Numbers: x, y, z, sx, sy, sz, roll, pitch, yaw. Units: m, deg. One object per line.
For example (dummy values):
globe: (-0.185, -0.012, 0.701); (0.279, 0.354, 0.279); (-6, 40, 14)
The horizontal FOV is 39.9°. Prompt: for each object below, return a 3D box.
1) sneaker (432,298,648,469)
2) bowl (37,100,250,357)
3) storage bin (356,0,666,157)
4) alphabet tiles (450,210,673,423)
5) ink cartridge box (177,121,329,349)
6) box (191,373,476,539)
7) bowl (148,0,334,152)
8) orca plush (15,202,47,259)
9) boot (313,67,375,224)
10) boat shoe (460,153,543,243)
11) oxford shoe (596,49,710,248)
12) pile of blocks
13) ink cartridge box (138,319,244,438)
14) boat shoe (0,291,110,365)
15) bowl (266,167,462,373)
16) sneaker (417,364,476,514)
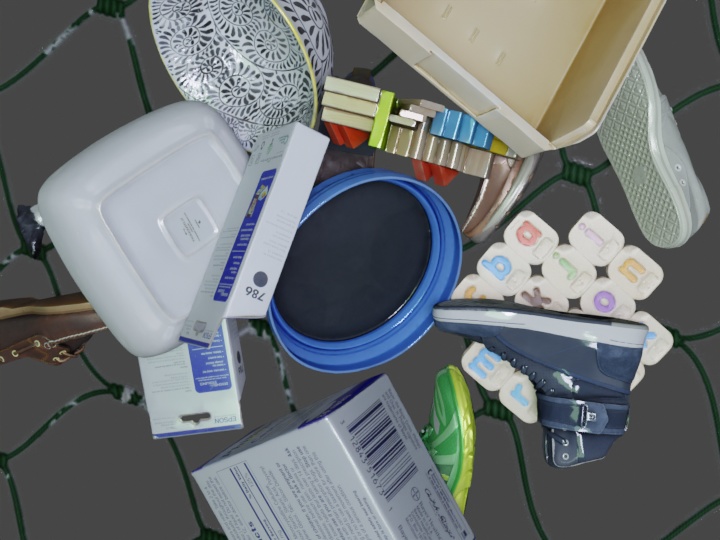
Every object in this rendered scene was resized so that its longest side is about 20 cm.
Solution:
sneaker: (0.158, 0.106, 0.928); (0.200, 0.077, 0.148); (10, 96, 4)
bowl: (-0.165, -0.041, 0.901); (0.199, 0.074, 0.201); (-36, 107, -23)
storage bin: (0.128, -0.229, 0.795); (0.199, 0.094, 0.200); (36, 73, -18)
alphabet tiles: (0.194, 0.047, 0.962); (0.195, 0.015, 0.200); (40, 100, -1)
ink cartridge box: (-0.092, -0.024, 0.843); (0.039, 0.099, 0.202); (25, 81, -24)
box: (-0.027, 0.221, 0.931); (0.199, 0.105, 0.185); (-27, 93, 38)
bowl: (-0.091, -0.214, 0.911); (0.200, 0.094, 0.202); (28, 142, 24)
orca plush: (-0.231, -0.061, 0.977); (0.199, 0.105, 0.071); (-32, 132, -10)
boot: (-0.017, -0.096, 0.951); (0.074, 0.097, 0.201); (16, 123, -2)
boat shoe: (0.139, -0.122, 0.924); (0.071, 0.076, 0.201); (27, 91, 7)
oxford shoe: (0.266, -0.120, 0.914); (0.057, 0.075, 0.202); (-17, 86, -32)
pile of blocks: (0.054, -0.108, 0.838); (0.198, 0.082, 0.063); (12, 96, -20)
ink cartridge box: (-0.175, 0.062, 0.995); (0.098, 0.039, 0.202); (-7, 95, 8)
boat shoe: (-0.308, 0.060, 0.993); (0.198, 0.070, 0.071); (-7, 98, 30)
bowl: (0.000, 0.000, 0.916); (0.199, 0.039, 0.202); (-14, 123, -22)
sneaker: (0.067, 0.191, 0.968); (0.083, 0.074, 0.202); (8, 99, 2)
